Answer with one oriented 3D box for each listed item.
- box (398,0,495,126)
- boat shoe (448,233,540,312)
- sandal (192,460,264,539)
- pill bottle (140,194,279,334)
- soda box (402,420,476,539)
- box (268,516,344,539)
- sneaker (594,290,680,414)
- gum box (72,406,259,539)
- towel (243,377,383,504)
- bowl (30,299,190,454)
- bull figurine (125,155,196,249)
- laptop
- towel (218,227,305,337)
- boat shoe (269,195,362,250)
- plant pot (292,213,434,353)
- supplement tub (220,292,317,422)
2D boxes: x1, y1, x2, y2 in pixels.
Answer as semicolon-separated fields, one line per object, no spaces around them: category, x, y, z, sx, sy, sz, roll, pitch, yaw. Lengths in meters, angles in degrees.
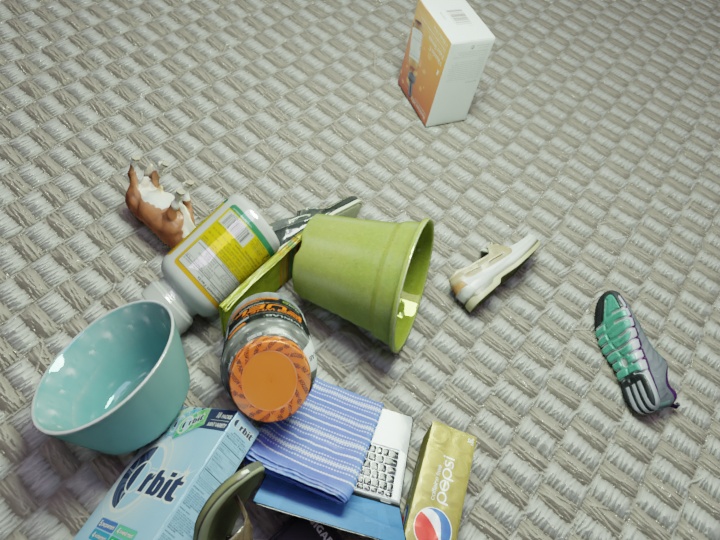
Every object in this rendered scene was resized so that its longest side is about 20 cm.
box;0.171;-0.434;1.202;0.103;0.202;0.155;-14;57;-21
boat shoe;0.234;-0.014;0.994;0.198;0.075;0.069;-35;72;-28
sandal;-0.144;0.295;0.608;0.056;0.080;0.206;24;93;18
pill bottle;-0.223;-0.006;0.860;0.112;0.113;0.200;39;75;18
soda box;0.093;0.307;0.747;0.066;0.065;0.203;19;53;4
box;-0.066;0.411;0.654;0.197;0.050;0.200;-35;67;-27
sneaker;0.451;0.132;0.946;0.085;0.075;0.206;4;62;-25
gum box;-0.229;0.255;0.669;0.045;0.167;0.202;52;51;-25
towel;-0.054;0.205;0.751;0.141;0.024;0.200;20;25;7
bowl;-0.296;0.148;0.733;0.195;0.107;0.204;-18;37;14
bull figurine;-0.309;-0.096;0.930;0.197;0.124;0.065;32;31;19
laptop;-0.022;0.237;0.742;0.182;0.117;0.204;15;53;0
towel;-0.140;0.019;0.893;0.018;0.087;0.200;32;56;18
boat shoe;-0.080;-0.085;0.986;0.197;0.073;0.068;-31;68;-26
plant pot;0.000;0.000;0.886;0.179;0.204;0.203;15;52;15
supplement tub;-0.120;0.109;0.752;0.118;0.127;0.200;-1;11;-11
